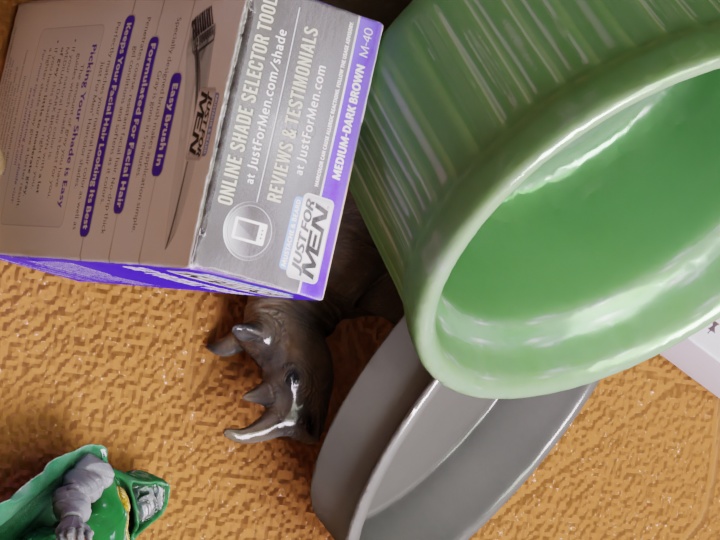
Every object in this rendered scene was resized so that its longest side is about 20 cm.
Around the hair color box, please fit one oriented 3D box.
[{"bbox_3d":[-0.078,-0.050,1.151,0.065,0.200,0.110,15,84,-30],"label":"hair color box"}]

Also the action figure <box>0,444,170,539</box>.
[{"bbox_3d":[-0.131,0.127,1.182,0.200,0.055,0.118,-45,142,-57],"label":"action figure"}]

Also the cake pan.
[{"bbox_3d":[0.050,0.052,1.293,0.200,0.037,0.200,-43,158,-22],"label":"cake pan"}]

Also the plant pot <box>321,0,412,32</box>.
[{"bbox_3d":[0.075,-0.162,1.283,0.174,0.200,0.201,-11,100,-52],"label":"plant pot"}]

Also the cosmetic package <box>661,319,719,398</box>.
[{"bbox_3d":[0.240,0.012,1.491,0.200,0.052,0.151,34,76,-33],"label":"cosmetic package"}]

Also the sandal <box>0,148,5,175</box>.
[{"bbox_3d":[-0.232,-0.034,1.115,0.211,0.078,0.070,-26,115,-27],"label":"sandal"}]

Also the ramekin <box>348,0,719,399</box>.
[{"bbox_3d":[0.088,-0.050,1.131,0.200,0.098,0.200,-23,150,-14],"label":"ramekin"}]

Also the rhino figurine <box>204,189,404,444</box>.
[{"bbox_3d":[0.000,0.000,1.301,0.087,0.060,0.200,44,68,-11],"label":"rhino figurine"}]
